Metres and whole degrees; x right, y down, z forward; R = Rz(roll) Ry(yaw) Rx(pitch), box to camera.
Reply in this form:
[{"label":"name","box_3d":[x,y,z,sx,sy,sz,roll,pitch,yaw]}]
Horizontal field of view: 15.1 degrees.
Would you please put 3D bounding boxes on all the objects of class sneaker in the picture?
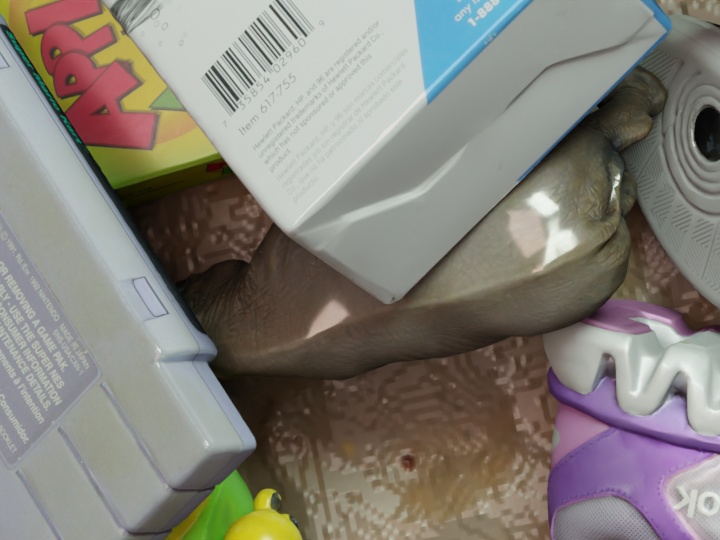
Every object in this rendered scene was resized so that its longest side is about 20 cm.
[{"label":"sneaker","box_3d":[0.140,0.076,0.807,0.199,0.080,0.089,17,99,20]},{"label":"sneaker","box_3d":[0.169,-0.014,0.808,0.200,0.111,0.073,48,137,41]}]

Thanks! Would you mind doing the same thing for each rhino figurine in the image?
[{"label":"rhino figurine","box_3d":[0.000,0.000,0.828,0.199,0.088,0.060,-17,113,27]}]

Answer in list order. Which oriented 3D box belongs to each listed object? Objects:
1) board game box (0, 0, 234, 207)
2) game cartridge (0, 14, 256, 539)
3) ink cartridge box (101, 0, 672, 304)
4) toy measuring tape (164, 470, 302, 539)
[{"label":"board game box","box_3d":[-0.029,-0.089,0.866,0.199,0.048,0.102,-16,85,13]},{"label":"game cartridge","box_3d":[-0.123,0.011,0.833,0.130,0.038,0.201,-42,68,21]},{"label":"ink cartridge box","box_3d":[-0.018,-0.104,0.787,0.116,0.068,0.200,-43,58,8]},{"label":"toy measuring tape","box_3d":[-0.100,0.080,0.880,0.199,0.073,0.074,-1,88,32]}]
